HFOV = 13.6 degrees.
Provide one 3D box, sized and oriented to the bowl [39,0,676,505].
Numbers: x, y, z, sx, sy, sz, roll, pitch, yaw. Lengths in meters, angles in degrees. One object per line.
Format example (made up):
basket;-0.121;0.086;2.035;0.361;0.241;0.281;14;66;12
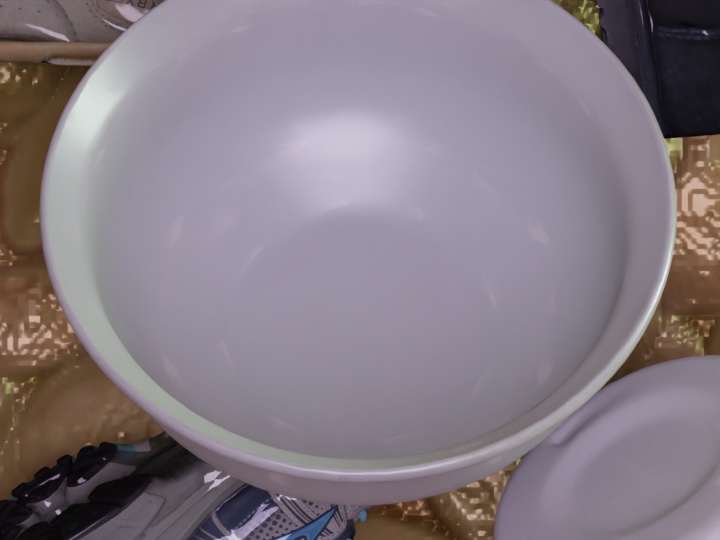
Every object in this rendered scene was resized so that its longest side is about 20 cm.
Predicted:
bowl;0.000;0.000;0.970;0.200;0.091;0.202;-1;57;1

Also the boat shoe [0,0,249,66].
boat shoe;-0.133;-0.103;1.028;0.200;0.063;0.074;14;92;-3

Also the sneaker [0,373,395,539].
sneaker;-0.035;0.081;1.047;0.199;0.078;0.087;-28;116;-4

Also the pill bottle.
pill bottle;0.136;0.136;1.006;0.111;0.111;0.200;-33;117;-1

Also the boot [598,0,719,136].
boot;0.174;-0.126;0.964;0.199;0.066;0.166;-4;113;16
